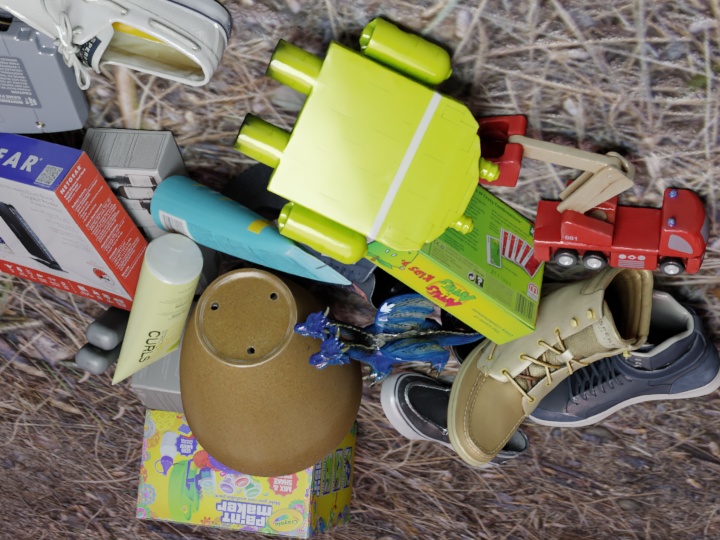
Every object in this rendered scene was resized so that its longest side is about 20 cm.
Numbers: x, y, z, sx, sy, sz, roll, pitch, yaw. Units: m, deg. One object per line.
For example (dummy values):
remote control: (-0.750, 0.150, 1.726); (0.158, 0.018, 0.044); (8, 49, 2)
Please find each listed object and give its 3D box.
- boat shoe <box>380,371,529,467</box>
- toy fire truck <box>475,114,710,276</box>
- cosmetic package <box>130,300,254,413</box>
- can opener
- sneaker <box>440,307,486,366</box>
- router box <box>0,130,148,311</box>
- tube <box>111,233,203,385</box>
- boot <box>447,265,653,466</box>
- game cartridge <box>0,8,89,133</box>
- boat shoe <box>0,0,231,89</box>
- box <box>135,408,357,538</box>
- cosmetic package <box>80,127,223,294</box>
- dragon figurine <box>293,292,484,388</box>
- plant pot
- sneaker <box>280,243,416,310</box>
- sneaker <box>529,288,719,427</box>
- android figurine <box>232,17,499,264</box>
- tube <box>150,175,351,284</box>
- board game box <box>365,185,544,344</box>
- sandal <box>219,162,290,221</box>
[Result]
boat shoe: (0.107, 0.161, 1.500); (0.067, 0.072, 0.199); (-17, 140, 43)
toy fire truck: (0.190, -0.060, 1.139); (0.197, 0.049, 0.142); (5, 147, 11)
cosmetic package: (-0.130, 0.099, 1.449); (0.197, 0.108, 0.090); (10, 159, 6)
can opener: (-0.241, 0.049, 1.349); (0.066, 0.200, 0.053); (23, 105, -3)
sneaker: (0.127, 0.074, 1.348); (0.069, 0.079, 0.200); (-7, 143, 29)
router box: (-0.296, -0.050, 1.274); (0.198, 0.049, 0.180); (14, 150, 33)
tube: (-0.180, 0.041, 1.246); (0.057, 0.052, 0.201); (11, 146, -11)
boot: (0.168, 0.078, 1.209); (0.073, 0.201, 0.155); (47, 147, -16)
game cartridge: (-0.334, -0.171, 1.171); (0.197, 0.041, 0.134); (7, 145, 9)
boat shoe: (-0.204, -0.181, 1.056); (0.200, 0.087, 0.075); (17, 149, -7)
box: (-0.123, 0.225, 1.569); (0.197, 0.124, 0.193); (4, 177, 13)
cosmetic package: (-0.195, -0.051, 1.296); (0.081, 0.051, 0.201); (5, 148, 14)
dragon figurine: (0.043, 0.057, 1.211); (0.197, 0.060, 0.100); (-9, 162, 0)
plant pot: (-0.095, 0.077, 1.302); (0.184, 0.188, 0.200); (8, 158, 7)
sneaker: (0.000, 0.000, 1.271); (0.198, 0.085, 0.075); (-11, 142, 34)
sneaker: (0.231, 0.082, 1.303); (0.200, 0.078, 0.146); (-16, 151, 18)
android figurine: (0.009, -0.094, 1.057); (0.198, 0.184, 0.041); (22, -169, -8)
tube: (-0.098, -0.031, 1.154); (0.199, 0.051, 0.077); (23, 178, 41)
board game box: (0.072, -0.030, 1.180); (0.199, 0.103, 0.047); (33, 143, -29)
sandal: (-0.063, -0.070, 1.202); (0.043, 0.077, 0.199); (28, 156, -28)
